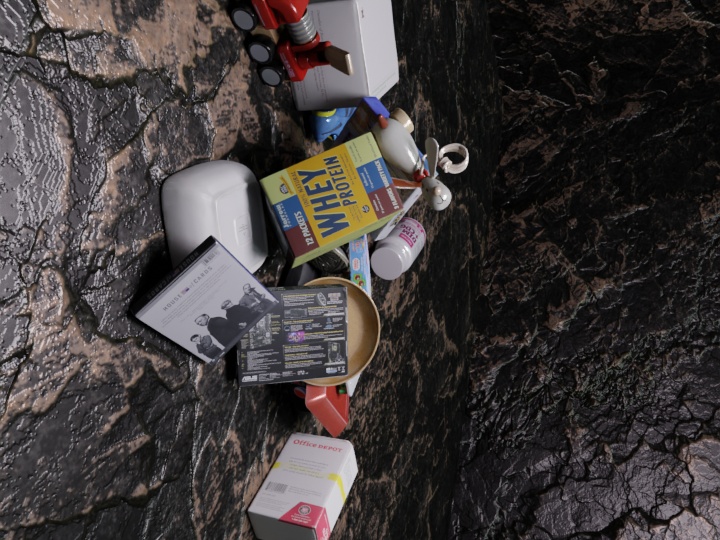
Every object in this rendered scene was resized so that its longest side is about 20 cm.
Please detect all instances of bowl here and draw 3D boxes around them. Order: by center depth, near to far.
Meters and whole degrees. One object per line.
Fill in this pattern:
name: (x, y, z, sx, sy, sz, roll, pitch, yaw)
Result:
bowl: (-0.213, -0.066, 0.946, 0.200, 0.073, 0.203, -43, 132, -62)

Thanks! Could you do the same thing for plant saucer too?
plant saucer: (-0.061, 0.111, 1.112, 0.035, 0.197, 0.204, -156, -115, -72)
plant saucer: (-0.058, 0.211, 1.219, 0.201, 0.036, 0.202, 66, 22, -54)

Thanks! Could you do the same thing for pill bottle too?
pill bottle: (0.105, -0.061, 1.676, 0.200, 0.111, 0.115, -51, 139, -55)

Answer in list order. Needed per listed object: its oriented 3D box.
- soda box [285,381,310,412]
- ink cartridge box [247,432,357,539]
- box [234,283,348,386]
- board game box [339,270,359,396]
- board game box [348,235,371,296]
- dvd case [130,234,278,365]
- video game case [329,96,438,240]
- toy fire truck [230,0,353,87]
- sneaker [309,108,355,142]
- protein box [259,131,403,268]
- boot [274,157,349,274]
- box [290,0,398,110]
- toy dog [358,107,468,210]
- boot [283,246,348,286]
soda box: (-0.118, 0.198, 1.209, 0.064, 0.070, 0.202, -65, 148, -48)
ink cartridge box: (-0.106, 0.427, 1.170, 0.201, 0.143, 0.085, -57, 143, -51)
box: (-0.121, 0.111, 1.052, 0.043, 0.196, 0.163, -158, -114, -71)
board game box: (-0.029, 0.125, 1.251, 0.200, 0.025, 0.203, -60, 142, -68)
board game box: (0.000, 0.000, 1.249, 0.152, 0.036, 0.203, 80, 6, -53)
dvd case: (-0.221, 0.052, 0.891, 0.150, 0.025, 0.200, -43, 146, -5)
video game case: (0.029, -0.193, 1.148, 0.045, 0.182, 0.201, -20, 68, -46)
toy fire truck: (-0.100, -0.401, 1.017, 0.177, 0.197, 0.130, 64, 36, -50)
sneaker: (-0.058, -0.337, 1.319, 0.200, 0.065, 0.080, -52, 151, -54)
protein box: (-0.056, -0.112, 1.029, 0.137, 0.196, 0.200, 65, -9, 0)
boot: (-0.073, -0.113, 1.216, 0.181, 0.072, 0.202, 38, 44, -17)
box: (-0.036, -0.450, 1.206, 0.200, 0.168, 0.203, -56, 142, -52)
toy dog: (0.080, -0.199, 1.014, 0.133, 0.198, 0.096, -59, 165, -3)
boot: (-0.094, 0.023, 1.246, 0.165, 0.065, 0.203, 46, 44, -45)
